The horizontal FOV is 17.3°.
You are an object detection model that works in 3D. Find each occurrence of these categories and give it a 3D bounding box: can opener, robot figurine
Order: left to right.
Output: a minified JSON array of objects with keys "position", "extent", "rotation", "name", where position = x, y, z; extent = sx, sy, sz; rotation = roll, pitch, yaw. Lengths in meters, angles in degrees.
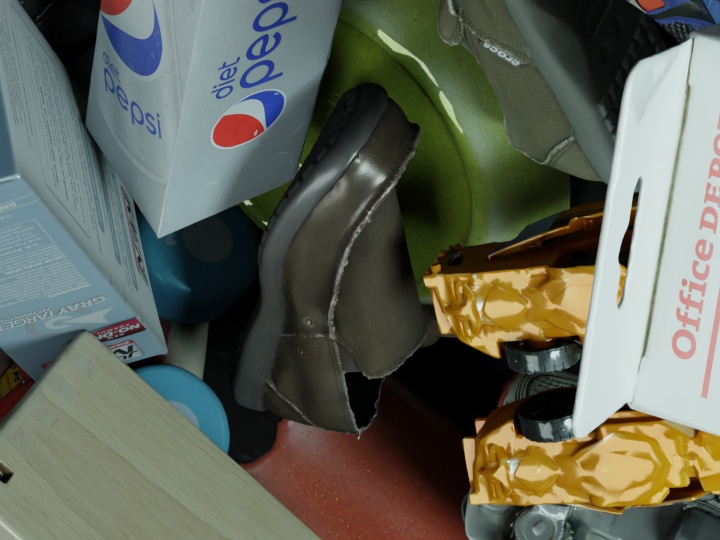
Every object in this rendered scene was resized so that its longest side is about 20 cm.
[{"position":[0.133,0.127,0.937],"extent":[0.199,0.054,0.067],"rotation":[26,162,11],"name":"can opener"},{"position":[0.129,0.030,0.872],"extent":[0.198,0.058,0.146],"rotation":[-5,109,20],"name":"robot figurine"}]

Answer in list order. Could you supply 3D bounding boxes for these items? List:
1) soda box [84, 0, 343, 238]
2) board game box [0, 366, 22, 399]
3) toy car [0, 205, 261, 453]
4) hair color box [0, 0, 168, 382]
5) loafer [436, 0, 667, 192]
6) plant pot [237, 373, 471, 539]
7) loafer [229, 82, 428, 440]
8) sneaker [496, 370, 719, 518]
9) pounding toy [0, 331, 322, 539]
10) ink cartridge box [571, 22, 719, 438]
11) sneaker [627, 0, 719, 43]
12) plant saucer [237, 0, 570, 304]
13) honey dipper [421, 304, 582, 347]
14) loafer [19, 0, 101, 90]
[{"position":[-0.051,-0.100,0.863],"extent":[0.064,0.068,0.201],"rotation":[55,154,23],"name":"soda box"},{"position":[-0.322,0.016,1.217],"extent":[0.199,0.200,0.201],"rotation":[20,142,26],"name":"board game box"},{"position":[-0.174,0.040,1.075],"extent":[0.199,0.178,0.184],"rotation":[19,150,-18],"name":"toy car"},{"position":[-0.137,-0.035,0.922],"extent":[0.060,0.100,0.200],"rotation":[-16,158,5],"name":"hair color box"},{"position":[0.048,-0.107,0.829],"extent":[0.069,0.075,0.201],"rotation":[1,131,38],"name":"loafer"},{"position":[0.022,0.156,1.075],"extent":[0.195,0.201,0.201],"rotation":[43,147,8],"name":"plant pot"},{"position":[0.000,0.000,0.947],"extent":[0.071,0.073,0.200],"rotation":[26,148,5],"name":"loafer"},{"position":[0.150,0.089,0.974],"extent":[0.199,0.078,0.082],"rotation":[25,138,7],"name":"sneaker"},{"position":[-0.122,0.173,0.967],"extent":[0.184,0.142,0.200],"rotation":[42,133,-5],"name":"pounding toy"},{"position":[0.142,-0.017,0.706],"extent":[0.067,0.199,0.118],"rotation":[17,112,30],"name":"ink cartridge box"},{"position":[0.095,-0.117,0.747],"extent":[0.078,0.076,0.200],"rotation":[10,157,42],"name":"sneaker"},{"position":[-0.006,-0.059,0.968],"extent":[0.199,0.031,0.201],"rotation":[27,143,23],"name":"plant saucer"},{"position":[0.086,0.024,0.984],"extent":[0.199,0.038,0.038],"rotation":[3,133,46],"name":"honey dipper"},{"position":[-0.169,-0.093,1.014],"extent":[0.199,0.072,0.063],"rotation":[-25,120,34],"name":"loafer"}]
